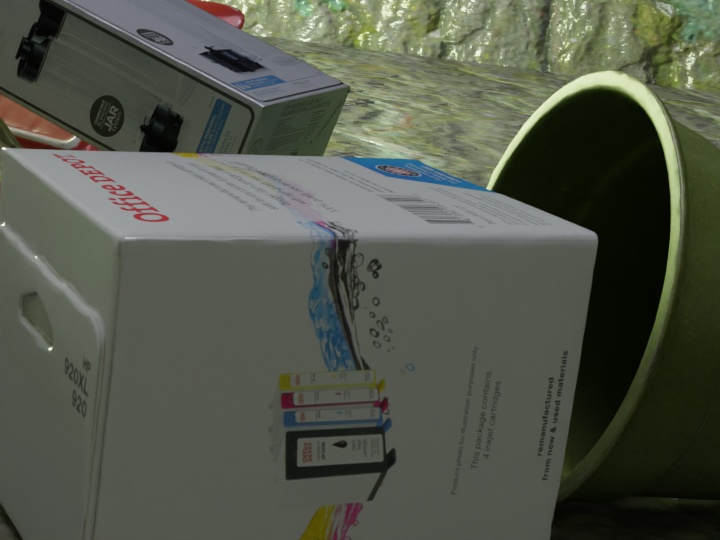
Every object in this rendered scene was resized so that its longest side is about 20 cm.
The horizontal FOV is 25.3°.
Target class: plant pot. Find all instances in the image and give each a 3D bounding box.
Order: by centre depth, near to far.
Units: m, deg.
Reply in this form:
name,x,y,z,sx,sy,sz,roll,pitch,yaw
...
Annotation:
name,x,y,z,sx,sy,sz,roll,pitch,yaw
plant pot,0.165,0.032,0.742,0.189,0.201,0.200,16,9,-22

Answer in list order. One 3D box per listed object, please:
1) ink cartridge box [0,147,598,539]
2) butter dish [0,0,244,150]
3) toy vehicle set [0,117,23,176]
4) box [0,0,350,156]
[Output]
name,x,y,z,sx,sy,sz,roll,pitch,yaw
ink cartridge box,-0.035,0.036,0.640,0.199,0.146,0.147,0,16,-28
butter dish,-0.184,-0.095,1.163,0.199,0.148,0.200,16,58,34
toy vehicle set,-0.192,-0.032,0.741,0.200,0.027,0.124,51,25,25
box,-0.119,-0.107,0.825,0.199,0.060,0.117,29,20,16
